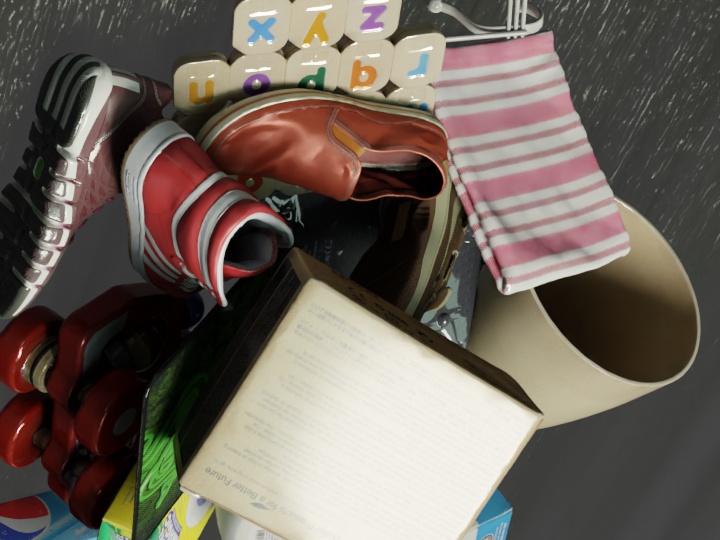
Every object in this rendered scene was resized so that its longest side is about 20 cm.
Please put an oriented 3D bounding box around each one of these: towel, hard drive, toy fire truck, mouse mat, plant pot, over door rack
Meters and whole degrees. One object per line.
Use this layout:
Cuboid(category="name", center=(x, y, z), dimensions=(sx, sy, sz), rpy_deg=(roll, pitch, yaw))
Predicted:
Cuboid(category="towel", center=(0.130, -0.090, 1.104), dimensions=(0.145, 0.202, 0.030), rpy_deg=(-17, 172, -36))
Cuboid(category="hard drive", center=(0.000, 0.000, 1.132), dimensions=(0.197, 0.042, 0.137), rpy_deg=(4, 101, -22))
Cuboid(category="toy fire truck", center=(-0.190, 0.087, 1.092), dimensions=(0.168, 0.111, 0.202), rpy_deg=(-38, 152, -44))
Cuboid(category="mouse mat", center=(-0.108, 0.087, 1.004), dimensions=(0.200, 0.007, 0.163), rpy_deg=(-51, 157, -50))
Cuboid(category="plant pot", center=(0.156, 0.059, 1.207), dimensions=(0.185, 0.189, 0.200), rpy_deg=(-5, 152, -37))
Cuboid(category="over door rack", center=(0.037, -0.224, 0.994), dimensions=(0.197, 0.067, 0.149), rpy_deg=(-14, 137, -10))

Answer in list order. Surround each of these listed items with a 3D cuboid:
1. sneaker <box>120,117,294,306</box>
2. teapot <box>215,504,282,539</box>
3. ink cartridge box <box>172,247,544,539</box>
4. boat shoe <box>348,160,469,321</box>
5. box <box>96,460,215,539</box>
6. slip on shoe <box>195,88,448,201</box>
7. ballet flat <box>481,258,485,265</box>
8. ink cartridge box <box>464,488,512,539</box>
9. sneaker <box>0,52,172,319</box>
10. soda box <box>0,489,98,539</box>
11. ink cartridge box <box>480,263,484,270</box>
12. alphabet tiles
Cuboid(category="sneaker", center=(-0.102, -0.011, 0.969), dimensions=(0.071, 0.112, 0.201), rpy_deg=(-44, 161, -18))
Cuboid(category="teapot", center=(-0.028, 0.152, 1.101), dimensions=(0.199, 0.147, 0.197), rpy_deg=(-36, 131, 15))
Cuboid(category="ink cartridge box", center=(-0.003, 0.107, 0.946), dimensions=(0.199, 0.075, 0.166), rpy_deg=(31, 99, -21))
Cuboid(category="boat shoe", center=(0.042, 0.006, 1.051), dimensions=(0.075, 0.074, 0.204), rpy_deg=(46, 50, -32))
Cuboid(category="box", center=(-0.143, 0.166, 1.096), dimensions=(0.118, 0.048, 0.201), rpy_deg=(93, 23, -55))
Cuboid(category="slip on shoe", center=(-0.022, -0.084, 1.003), dimensions=(0.197, 0.062, 0.074), rpy_deg=(3, 140, -26))
Cuboid(category="ballet flat", center=(0.104, -0.066, 1.205), dimensions=(0.200, 0.067, 0.064), rpy_deg=(52, 53, -62))
Cuboid(category="ink cartridge box", center=(0.025, 0.270, 1.410), dimensions=(0.198, 0.145, 0.148), rpy_deg=(-19, 139, -25))
Cuboid(category="sneaker", center=(-0.182, -0.049, 0.971), dimensions=(0.115, 0.076, 0.201), rpy_deg=(2, 126, -45))
Cuboid(category="soda box", center=(-0.287, 0.238, 1.180), dimensions=(0.198, 0.064, 0.068), rpy_deg=(-12, 135, -33))
Cuboid(category="ink cartridge box", center=(0.018, 0.076, 1.306), dimensions=(0.197, 0.050, 0.164), rpy_deg=(-7, 134, -16))
Cuboid(category="alphabet tiles", center=(-0.038, -0.126, 1.004), dimensions=(0.197, 0.015, 0.197), rpy_deg=(-10, 142, -15))
